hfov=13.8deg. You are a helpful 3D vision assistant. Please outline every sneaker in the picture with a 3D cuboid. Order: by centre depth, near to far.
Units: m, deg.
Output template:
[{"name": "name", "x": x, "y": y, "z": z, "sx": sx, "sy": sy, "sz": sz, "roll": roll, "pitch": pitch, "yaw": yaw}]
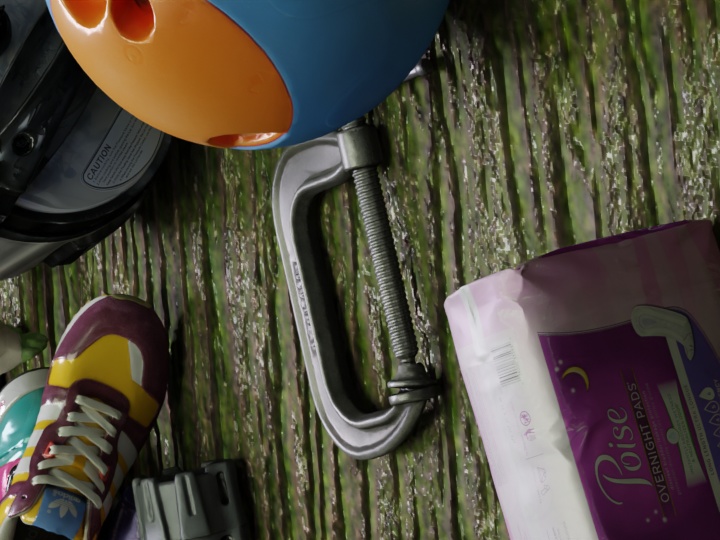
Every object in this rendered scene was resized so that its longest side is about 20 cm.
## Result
[{"name": "sneaker", "x": -0.164, "y": 0.113, "z": 1.739, "sx": 0.090, "sy": 0.075, "sz": 0.201, "roll": -98, "pitch": 29, "yaw": -69}, {"name": "sneaker", "x": -0.199, "y": 0.173, "z": 1.871, "sx": 0.121, "sy": 0.083, "sz": 0.201, "roll": -120, "pitch": 35, "yaw": -43}]

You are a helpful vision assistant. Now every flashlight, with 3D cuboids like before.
[{"name": "flashlight", "x": -0.091, "y": 0.214, "z": 1.721, "sx": 0.068, "sy": 0.067, "sz": 0.201, "roll": -8, "pitch": 95, "yaw": 61}]

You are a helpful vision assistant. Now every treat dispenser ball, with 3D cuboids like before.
[{"name": "treat dispenser ball", "x": -0.053, "y": -0.157, "z": 1.397, "sx": 0.201, "sy": 0.200, "sz": 0.202, "roll": 27, "pitch": 123, "yaw": 52}]

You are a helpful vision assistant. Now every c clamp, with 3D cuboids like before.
[{"name": "c clamp", "x": 0.000, "y": 0.000, "z": 1.534, "sx": 0.171, "sy": 0.027, "sz": 0.201, "roll": -6, "pitch": 95, "yaw": 58}]

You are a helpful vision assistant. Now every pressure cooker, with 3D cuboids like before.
[{"name": "pressure cooker", "x": -0.202, "y": -0.090, "z": 1.684, "sx": 0.200, "sy": 0.178, "sz": 0.177, "roll": -26, "pitch": 76, "yaw": 59}]

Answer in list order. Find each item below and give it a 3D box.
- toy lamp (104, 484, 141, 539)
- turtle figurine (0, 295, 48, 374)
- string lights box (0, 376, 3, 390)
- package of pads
[{"name": "toy lamp", "x": -0.132, "y": 0.221, "z": 1.798, "sx": 0.058, "sy": 0.058, "sz": 0.201, "roll": 36, "pitch": 132, "yaw": 47}, {"name": "turtle figurine", "x": -0.250, "y": -0.042, "z": 1.880, "sx": 0.143, "sy": 0.200, "sz": 0.195, "roll": -13, "pitch": 110, "yaw": 37}, {"name": "string lights box", "x": -0.281, "y": 0.131, "z": 2.003, "sx": 0.103, "sy": 0.059, "sz": 0.201, "roll": 12, "pitch": 110, "yaw": 56}, {"name": "package of pads", "x": 0.119, "y": 0.087, "z": 1.283, "sx": 0.076, "sy": 0.120, "sz": 0.201, "roll": -25, "pitch": 80, "yaw": 58}]
